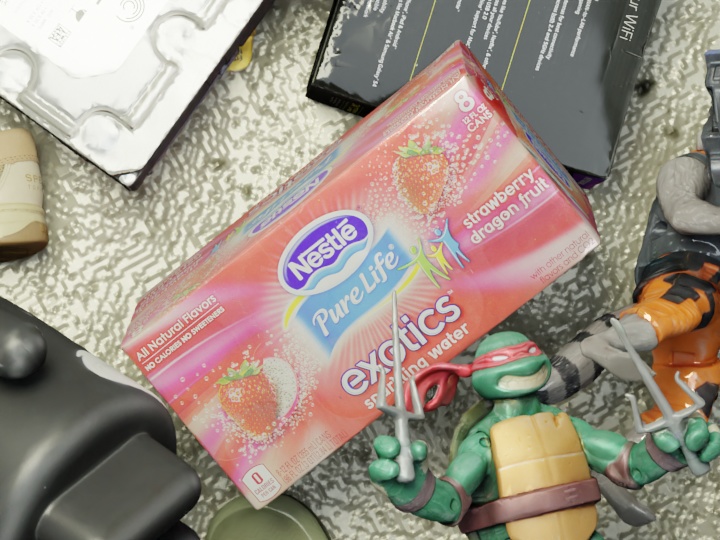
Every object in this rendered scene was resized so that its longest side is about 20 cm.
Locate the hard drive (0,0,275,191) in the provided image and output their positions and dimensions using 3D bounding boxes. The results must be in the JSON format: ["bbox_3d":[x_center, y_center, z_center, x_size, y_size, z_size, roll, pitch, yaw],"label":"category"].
[{"bbox_3d":[-0.146,-0.149,1.282,0.200,0.038,0.140,36,88,2],"label":"hard drive"}]

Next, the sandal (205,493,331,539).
[{"bbox_3d":[-0.022,0.200,1.275,0.080,0.057,0.201,-28,86,11],"label":"sandal"}]

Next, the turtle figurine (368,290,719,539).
[{"bbox_3d":[0.081,0.096,1.174,0.149,0.101,0.201,-15,85,-5],"label":"turtle figurine"}]

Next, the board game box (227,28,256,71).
[{"bbox_3d":[-0.092,-0.198,1.317,0.095,0.030,0.201,4,89,-3],"label":"board game box"}]

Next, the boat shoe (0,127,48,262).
[{"bbox_3d":[-0.248,-0.030,1.280,0.199,0.071,0.065,-5,82,-14],"label":"boat shoe"}]

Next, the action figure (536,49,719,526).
[{"bbox_3d":[0.145,-0.012,1.258,0.104,0.200,0.194,8,49,31],"label":"action figure"}]

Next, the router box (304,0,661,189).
[{"bbox_3d":[0.073,-0.156,1.310,0.149,0.051,0.201,18,86,-4],"label":"router box"}]

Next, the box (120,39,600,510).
[{"bbox_3d":[0.000,0.000,1.248,0.200,0.095,0.103,-37,100,9],"label":"box"}]

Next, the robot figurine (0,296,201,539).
[{"bbox_3d":[-0.165,0.082,1.225,0.200,0.125,0.151,30,101,26],"label":"robot figurine"}]
